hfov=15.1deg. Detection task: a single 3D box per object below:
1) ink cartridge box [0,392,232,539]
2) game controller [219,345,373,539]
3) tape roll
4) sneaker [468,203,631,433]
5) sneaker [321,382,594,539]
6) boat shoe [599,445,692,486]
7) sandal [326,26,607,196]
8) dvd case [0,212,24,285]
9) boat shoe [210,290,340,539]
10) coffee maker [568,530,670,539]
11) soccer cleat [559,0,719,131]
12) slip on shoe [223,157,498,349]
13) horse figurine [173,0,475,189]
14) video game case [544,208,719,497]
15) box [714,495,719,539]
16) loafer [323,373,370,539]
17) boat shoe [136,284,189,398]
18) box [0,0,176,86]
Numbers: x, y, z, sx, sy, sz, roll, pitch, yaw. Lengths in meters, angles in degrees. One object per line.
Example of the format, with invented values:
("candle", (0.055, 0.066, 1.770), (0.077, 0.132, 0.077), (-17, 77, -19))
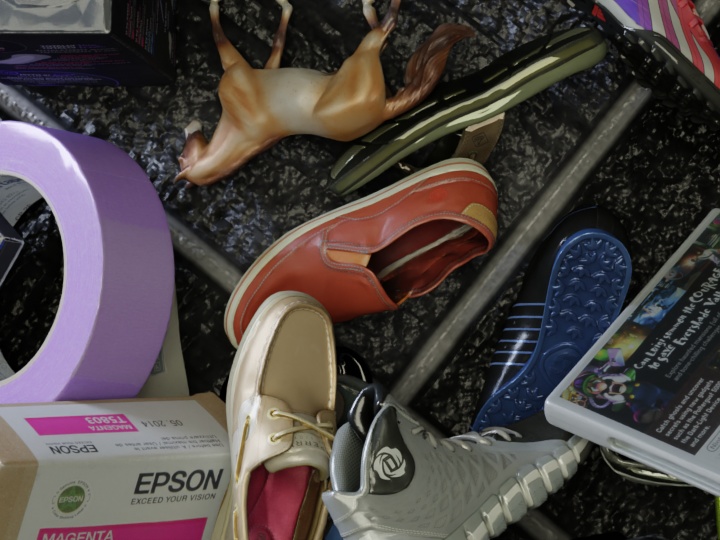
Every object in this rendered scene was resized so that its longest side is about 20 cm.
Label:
("ink cartridge box", (-0.171, 0.165, 1.658), (0.075, 0.200, 0.165), (40, 120, 44))
("game controller", (-0.029, 0.151, 1.740), (0.104, 0.042, 0.200), (-11, 83, 6))
("tape roll", (-0.210, 0.009, 1.717), (0.200, 0.066, 0.200), (-8, 77, 40))
("sneaker", (0.121, 0.052, 1.720), (0.070, 0.078, 0.200), (22, 110, -5))
("sneaker", (0.053, 0.103, 1.616), (0.200, 0.075, 0.116), (-37, 97, -40))
("boat shoe", (0.244, 0.105, 1.649), (0.200, 0.064, 0.071), (-4, 85, 8))
("sandal", (0.070, -0.091, 1.732), (0.201, 0.080, 0.057), (-24, 108, 10))
("dvd case", (-0.302, 0.017, 1.736), (0.150, 0.025, 0.200), (46, 113, 36))
("boat shoe", (-0.042, 0.113, 1.627), (0.074, 0.069, 0.200), (9, 88, -26))
("coffee maker", (0.122, 0.214, 1.633), (0.192, 0.200, 0.135), (12, 87, 11))
("soccer cleat", (0.182, -0.173, 1.732), (0.200, 0.068, 0.073), (44, 78, 8))
("slip on shoe", (0.000, 0.000, 1.720), (0.200, 0.074, 0.061), (-28, 41, 14))
("horse figurine", (-0.029, -0.125, 1.748), (0.200, 0.050, 0.133), (-3, 70, 21))
("video game case", (0.239, 0.056, 1.632), (0.182, 0.023, 0.200), (23, 52, 30))
("box", (0.278, 0.091, 1.702), (0.122, 0.048, 0.200), (-5, 85, 7))
("loafer", (-0.036, 0.160, 1.693), (0.063, 0.072, 0.200), (18, 90, 9))
("boat shoe", (-0.160, 0.071, 1.754), (0.068, 0.072, 0.200), (0, 100, 38))
("box", (-0.191, -0.182, 1.711), (0.122, 0.200, 0.106), (0, 85, 7))
